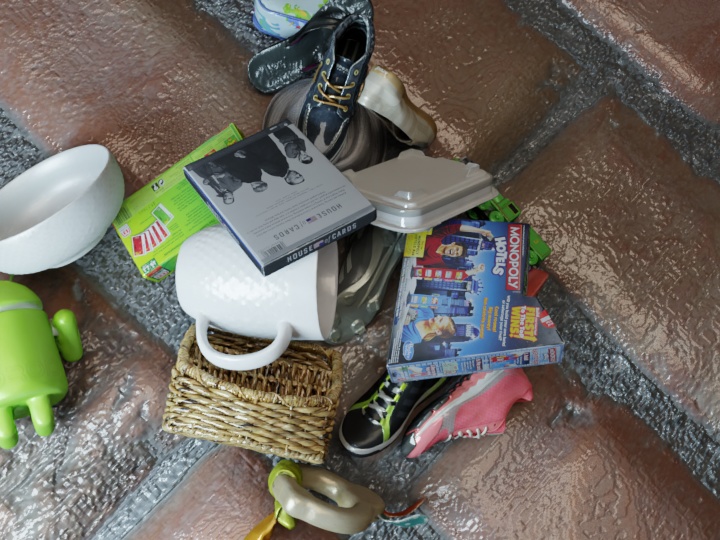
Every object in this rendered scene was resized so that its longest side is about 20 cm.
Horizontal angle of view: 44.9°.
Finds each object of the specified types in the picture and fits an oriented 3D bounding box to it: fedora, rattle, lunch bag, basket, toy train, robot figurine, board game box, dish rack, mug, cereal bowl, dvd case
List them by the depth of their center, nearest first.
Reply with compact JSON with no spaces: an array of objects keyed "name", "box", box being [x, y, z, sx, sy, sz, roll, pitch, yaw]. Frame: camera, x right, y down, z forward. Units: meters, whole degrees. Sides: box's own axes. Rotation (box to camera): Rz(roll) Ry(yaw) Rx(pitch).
[{"name":"dvd case","box":[-0.097,-0.091,1.012,0.150,0.025,0.200,-28,53,-19]},{"name":"robot figurine","box":[-0.414,0.101,1.017,0.175,0.116,0.201,-18,75,-21]},{"name":"mug","box":[-0.127,0.028,1.031,0.174,0.148,0.201,1,53,8]},{"name":"basket","box":[-0.123,0.137,1.033,0.199,0.143,0.150,14,76,-4]},{"name":"rattle","box":[-0.029,0.315,1.037,0.199,0.130,0.144,23,79,-29]},{"name":"board game box","box":[0.145,0.041,1.040,0.199,0.062,0.201,5,65,12]},{"name":"cereal bowl","box":[-0.371,-0.063,1.061,0.200,0.200,0.084,-41,124,-18]},{"name":"board game box","box":[-0.211,-0.085,1.110,0.200,0.048,0.102,-35,78,4]},{"name":"dish rack","box":[0.064,-0.111,1.122,0.171,0.044,0.200,19,31,39]},{"name":"fedora","box":[-0.045,-0.197,1.187,0.176,0.090,0.201,11,71,-5]},{"name":"toy train","box":[0.188,-0.081,1.216,0.056,0.042,0.200,-35,80,-28]},{"name":"lunch bag","box":[-0.066,-0.423,1.262,0.160,0.082,0.201,15,71,-4]}]

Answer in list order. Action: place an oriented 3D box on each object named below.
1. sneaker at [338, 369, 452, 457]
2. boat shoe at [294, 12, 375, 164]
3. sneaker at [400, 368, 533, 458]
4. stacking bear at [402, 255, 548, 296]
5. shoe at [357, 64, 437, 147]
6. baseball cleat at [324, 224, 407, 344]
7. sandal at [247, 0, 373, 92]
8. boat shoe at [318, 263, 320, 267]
[{"name":"sneaker","box":[0.043,0.142,1.087,0.072,0.083,0.200,31,62,31]},{"name":"boat shoe","box":[-0.035,-0.226,1.101,0.070,0.091,0.201,17,73,-4]},{"name":"sneaker","box":[0.141,0.184,1.103,0.200,0.074,0.087,-37,84,-17]},{"name":"stacking bear","box":[0.135,-0.008,1.150,0.200,0.122,0.114,37,72,12]},{"name":"shoe","box":[0.047,-0.205,1.163,0.070,0.200,0.054,27,86,27]},{"name":"baseball cleat","box":[0.000,0.000,1.148,0.070,0.106,0.200,32,94,-32]},{"name":"sandal","box":[-0.065,-0.303,1.191,0.200,0.048,0.075,-31,112,17]},{"name":"boat shoe","box":[-0.112,-0.065,1.150,0.063,0.071,0.201,-31,81,2]}]
